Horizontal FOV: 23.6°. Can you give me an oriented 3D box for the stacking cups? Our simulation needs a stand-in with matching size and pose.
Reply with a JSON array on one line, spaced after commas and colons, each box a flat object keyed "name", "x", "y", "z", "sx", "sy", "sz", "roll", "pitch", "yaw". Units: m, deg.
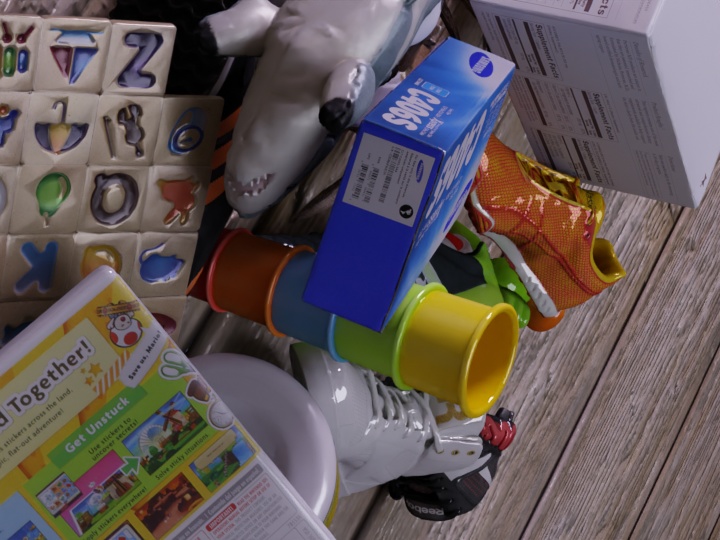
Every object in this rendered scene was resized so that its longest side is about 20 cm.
[{"name": "stacking cups", "x": -0.018, "y": 0.021, "z": 0.898, "sx": 0.060, "sy": 0.199, "sz": 0.061, "roll": -37, "pitch": 135, "yaw": -49}]

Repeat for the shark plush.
[{"name": "shark plush", "x": -0.002, "y": -0.115, "z": 0.817, "sx": 0.200, "sy": 0.091, "sz": 0.083, "roll": -57, "pitch": 156, "yaw": -28}]

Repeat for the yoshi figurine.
[{"name": "yoshi figurine", "x": 0.063, "y": 0.031, "z": 1.169, "sx": 0.200, "sy": 0.112, "sz": 0.113, "roll": 11, "pitch": 105, "yaw": -59}]

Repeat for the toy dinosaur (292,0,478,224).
[{"name": "toy dinosaur", "x": 0.022, "y": -0.115, "z": 1.020, "sx": 0.135, "sy": 0.086, "sz": 0.201, "roll": -35, "pitch": 143, "yaw": -59}]

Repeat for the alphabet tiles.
[{"name": "alphabet tiles", "x": -0.144, "y": -0.017, "z": 0.775, "sx": 0.166, "sy": 0.006, "sz": 0.201, "roll": -3, "pitch": 116, "yaw": -37}]

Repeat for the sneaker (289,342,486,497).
[{"name": "sneaker", "x": 0.020, "y": 0.083, "z": 1.073, "sx": 0.200, "sy": 0.115, "sz": 0.074, "roll": 78, "pitch": -1, "yaw": -69}]

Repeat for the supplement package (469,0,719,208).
[{"name": "supplement package", "x": 0.165, "y": -0.160, "z": 1.042, "sx": 0.156, "sy": 0.110, "sz": 0.200, "roll": -66, "pitch": 154, "yaw": -18}]

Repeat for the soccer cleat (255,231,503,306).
[{"name": "soccer cleat", "x": 0.000, "y": 0.000, "z": 1.036, "sx": 0.199, "sy": 0.067, "sz": 0.081, "roll": 13, "pitch": 56, "yaw": -33}]

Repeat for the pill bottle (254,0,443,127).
[{"name": "pill bottle", "x": -0.006, "y": -0.181, "z": 0.880, "sx": 0.116, "sy": 0.115, "sz": 0.201, "roll": -9, "pitch": 116, "yaw": -60}]

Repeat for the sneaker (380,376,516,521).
[{"name": "sneaker", "x": 0.053, "y": 0.133, "z": 1.253, "sx": 0.200, "sy": 0.071, "sz": 0.098, "roll": 26, "pitch": 82, "yaw": -65}]

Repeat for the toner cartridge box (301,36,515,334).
[{"name": "toner cartridge box", "x": 0.028, "y": -0.049, "z": 0.863, "sx": 0.200, "sy": 0.043, "sz": 0.095, "roll": -53, "pitch": 165, "yaw": -67}]

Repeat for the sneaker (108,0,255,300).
[{"name": "sneaker", "x": -0.089, "y": -0.070, "z": 0.858, "sx": 0.090, "sy": 0.070, "sz": 0.201, "roll": -5, "pitch": 118, "yaw": -64}]

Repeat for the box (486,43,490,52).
[{"name": "box", "x": 0.167, "y": -0.248, "z": 1.201, "sx": 0.200, "sy": 0.079, "sz": 0.142, "roll": -46, "pitch": 148, "yaw": -38}]

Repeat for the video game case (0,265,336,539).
[{"name": "video game case", "x": -0.132, "y": 0.130, "z": 0.772, "sx": 0.200, "sy": 0.023, "sz": 0.182, "roll": -41, "pitch": 105, "yaw": -10}]

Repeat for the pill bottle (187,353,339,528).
[{"name": "pill bottle", "x": -0.067, "y": 0.111, "z": 0.920, "sx": 0.200, "sy": 0.112, "sz": 0.113, "roll": 89, "pitch": 25, "yaw": -79}]

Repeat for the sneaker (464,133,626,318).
[{"name": "sneaker", "x": 0.108, "y": -0.045, "z": 1.090, "sx": 0.077, "sy": 0.073, "sz": 0.200, "roll": -31, "pitch": 142, "yaw": 12}]
